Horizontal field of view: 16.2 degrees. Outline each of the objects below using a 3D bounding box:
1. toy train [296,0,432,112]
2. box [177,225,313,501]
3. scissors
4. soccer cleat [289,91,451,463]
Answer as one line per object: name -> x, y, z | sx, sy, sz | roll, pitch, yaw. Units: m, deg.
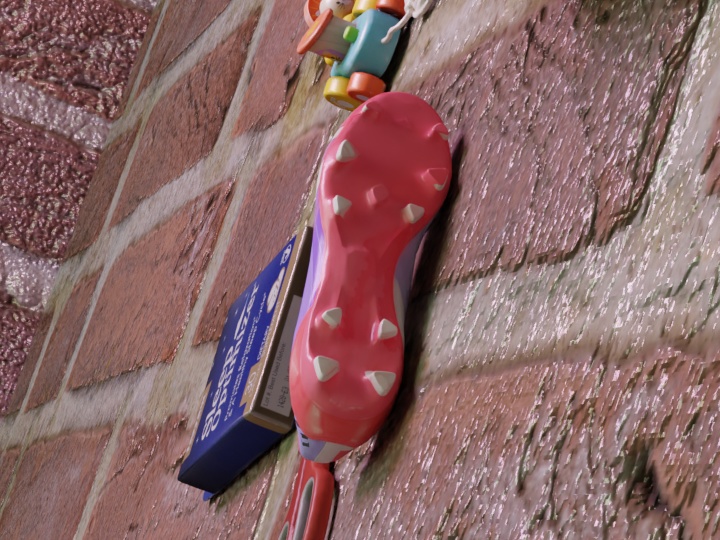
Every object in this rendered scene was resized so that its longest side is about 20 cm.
toy train -> 0.004, -0.188, 1.581 | 0.200, 0.055, 0.151 | -88, 22, -60
box -> -0.066, 0.062, 1.527 | 0.200, 0.032, 0.122 | 133, 155, -65
scissors -> -0.018, 0.086, 1.309 | 0.073, 0.014, 0.201 | 123, 165, -56
soccer cleat -> 0.000, 0.000, 1.250 | 0.077, 0.066, 0.201 | 119, 165, -54
